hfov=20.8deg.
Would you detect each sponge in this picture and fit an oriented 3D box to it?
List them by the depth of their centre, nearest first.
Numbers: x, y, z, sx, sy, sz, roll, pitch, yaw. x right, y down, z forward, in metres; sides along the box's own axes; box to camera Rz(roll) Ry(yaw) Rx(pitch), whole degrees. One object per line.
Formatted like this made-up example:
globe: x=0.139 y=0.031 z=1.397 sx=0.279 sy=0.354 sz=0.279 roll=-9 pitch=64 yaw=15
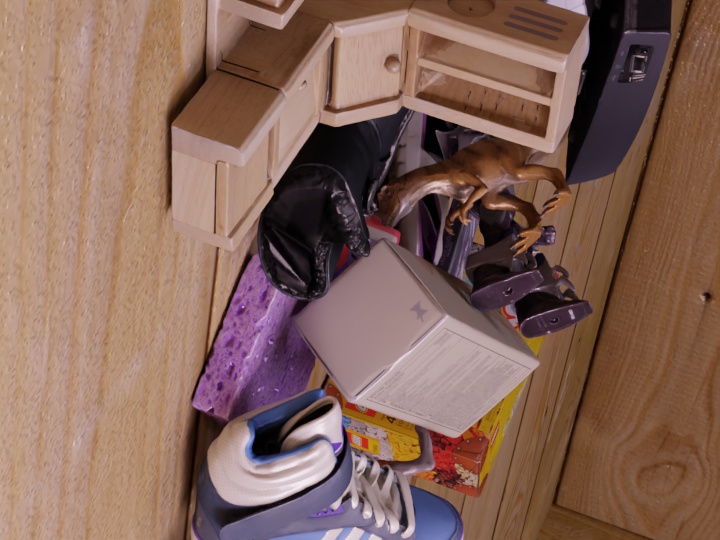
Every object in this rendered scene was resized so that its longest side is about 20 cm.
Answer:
sponge: x=-0.064 y=0.063 z=1.374 sx=0.200 sy=0.030 sz=0.112 roll=54 pitch=56 yaw=-75

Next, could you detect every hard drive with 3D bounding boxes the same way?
hard drive: x=0.185 y=-0.159 z=1.399 sx=0.200 sy=0.042 sz=0.135 roll=102 pitch=-4 yaw=-61

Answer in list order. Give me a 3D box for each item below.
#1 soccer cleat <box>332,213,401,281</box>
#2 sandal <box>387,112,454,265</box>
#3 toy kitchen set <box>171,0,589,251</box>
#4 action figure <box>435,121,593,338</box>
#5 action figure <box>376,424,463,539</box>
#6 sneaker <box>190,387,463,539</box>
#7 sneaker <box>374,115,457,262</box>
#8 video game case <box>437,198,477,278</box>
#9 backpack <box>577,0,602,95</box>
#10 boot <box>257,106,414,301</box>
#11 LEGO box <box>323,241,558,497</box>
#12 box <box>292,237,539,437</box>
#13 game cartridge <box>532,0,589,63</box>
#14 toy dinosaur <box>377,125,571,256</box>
soccer cleat: x=0.000 y=0.000 z=1.451 sx=0.200 sy=0.076 sz=0.067 roll=69 pitch=41 yaw=-71
sandal: x=0.048 y=-0.054 z=1.495 sx=0.082 sy=0.050 sz=0.203 roll=125 pitch=-34 yaw=-80
toy kitchen set: x=0.013 y=-0.116 z=1.093 sx=0.163 sy=0.180 sz=0.200 roll=95 pitch=20 yaw=-45
action figure: x=0.107 y=-0.038 z=1.464 sx=0.130 sy=0.069 sz=0.200 roll=47 pitch=19 yaw=-39
action figure: x=-0.028 y=0.181 z=1.421 sx=0.193 sy=0.105 sz=0.200 roll=-20 pitch=151 yaw=-21
sneaker: x=-0.009 y=0.142 z=1.304 sx=0.147 sy=0.200 sz=0.081 roll=111 pitch=-24 yaw=-44
sneaker: x=0.039 y=-0.057 z=1.575 sx=0.091 sy=0.066 sz=0.200 roll=78 pitch=30 yaw=-62
video game case: x=0.087 y=-0.047 z=1.615 sx=0.143 sy=0.019 sz=0.200 roll=87 pitch=20 yaw=-69
backpack: x=0.099 y=-0.199 z=1.400 sx=0.200 sy=0.150 sz=0.178 roll=-64 pitch=169 yaw=-74
boot: x=-0.002 y=-0.095 z=1.262 sx=0.168 sy=0.076 sz=0.200 roll=-69 pitch=178 yaw=-59
LEGO box: x=0.068 y=0.074 z=1.690 sx=0.077 sy=0.149 sz=0.200 roll=87 pitch=24 yaw=-59
box: x=0.044 y=0.052 z=1.401 sx=0.095 sy=0.078 sz=0.200 roll=-42 pitch=155 yaw=9
game cartridge: x=0.077 y=-0.215 z=1.195 sx=0.042 sy=0.133 sz=0.200 roll=-29 pitch=113 yaw=-27
toy dinosaur: x=0.107 y=-0.075 z=1.381 sx=0.200 sy=0.106 sz=0.060 roll=-23 pitch=151 yaw=-28
